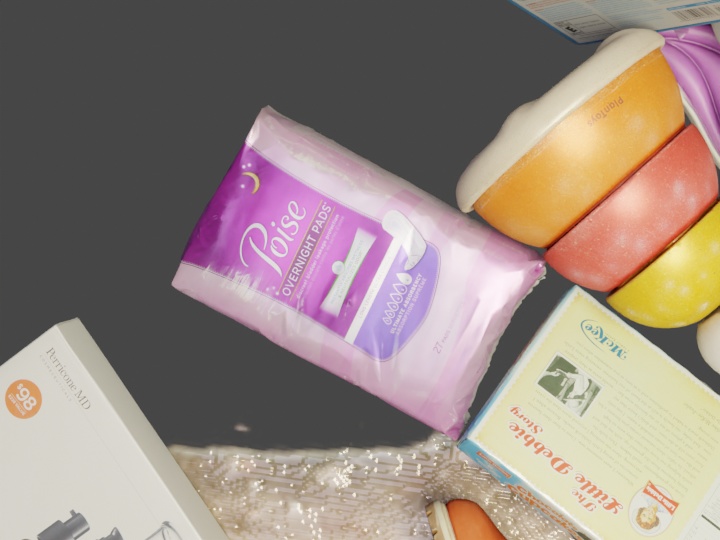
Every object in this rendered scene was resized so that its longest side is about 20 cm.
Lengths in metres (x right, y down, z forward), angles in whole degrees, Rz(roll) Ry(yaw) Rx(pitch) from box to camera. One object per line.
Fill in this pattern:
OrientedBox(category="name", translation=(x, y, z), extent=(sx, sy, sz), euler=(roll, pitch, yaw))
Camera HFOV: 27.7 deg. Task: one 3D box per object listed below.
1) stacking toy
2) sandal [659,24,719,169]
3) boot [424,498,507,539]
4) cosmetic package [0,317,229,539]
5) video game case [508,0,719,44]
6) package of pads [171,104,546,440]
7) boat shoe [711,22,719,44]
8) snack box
OrientedBox(category="stacking toy", translation=(0.161, -0.017, 0.805), extent=(0.146, 0.146, 0.201), euler=(-39, 86, 9))
OrientedBox(category="sandal", translation=(0.196, -0.139, 0.844), extent=(0.082, 0.050, 0.203), euler=(-39, 89, 8))
OrientedBox(category="boot", translation=(0.122, 0.201, 0.873), extent=(0.107, 0.075, 0.201), euler=(-37, 97, 5))
OrientedBox(category="cosmetic package", translation=(-0.186, 0.156, 0.919), extent=(0.150, 0.052, 0.201), euler=(-36, 89, 6))
OrientedBox(category="video game case", translation=(0.093, -0.176, 0.758), extent=(0.199, 0.142, 0.018), euler=(25, 78, -31))
OrientedBox(category="package of pads", translation=(0.000, 0.000, 0.869), extent=(0.198, 0.076, 0.122), euler=(28, 96, 5))
OrientedBox(category="boat shoe", translation=(0.221, -0.198, 0.809), extent=(0.065, 0.072, 0.202), euler=(-6, 65, -12))
OrientedBox(category="snack box", translation=(0.168, 0.116, 0.853), extent=(0.199, 0.037, 0.117), euler=(38, 73, 4))
